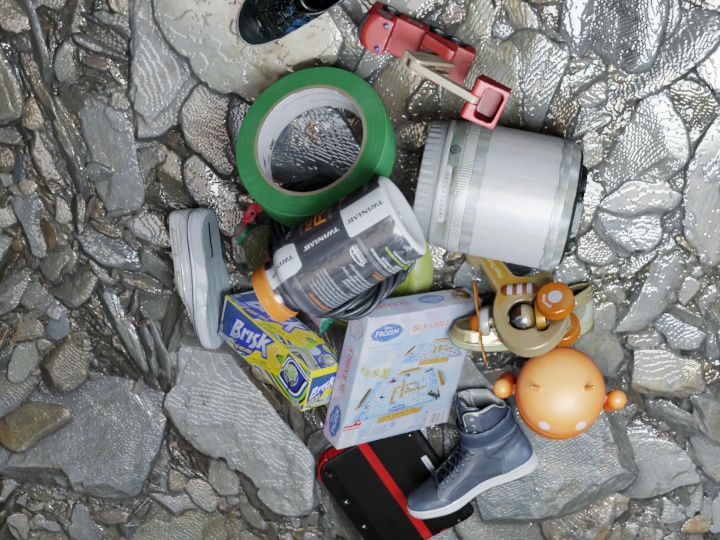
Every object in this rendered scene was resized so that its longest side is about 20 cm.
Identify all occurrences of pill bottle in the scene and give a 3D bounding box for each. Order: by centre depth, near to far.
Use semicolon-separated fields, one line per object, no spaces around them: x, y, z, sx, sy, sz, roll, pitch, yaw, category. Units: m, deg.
-0.030;-0.017;1.265;0.198;0.106;0.107;-30;105;15;pill bottle

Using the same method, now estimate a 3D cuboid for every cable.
-0.038;-0.031;1.369;0.163;0.051;0.200;-42;80;-16;cable

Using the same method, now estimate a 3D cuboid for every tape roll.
-0.056;-0.152;1.343;0.197;0.204;0.048;-6;157;15;tape roll

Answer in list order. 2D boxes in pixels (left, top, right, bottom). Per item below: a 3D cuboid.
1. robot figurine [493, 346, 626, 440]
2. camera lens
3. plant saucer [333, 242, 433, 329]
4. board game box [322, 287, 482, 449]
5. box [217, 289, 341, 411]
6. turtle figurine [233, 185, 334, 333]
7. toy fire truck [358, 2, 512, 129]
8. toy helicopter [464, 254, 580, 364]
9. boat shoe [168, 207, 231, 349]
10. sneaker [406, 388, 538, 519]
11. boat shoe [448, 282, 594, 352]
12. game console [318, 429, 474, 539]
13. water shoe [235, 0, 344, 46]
0.256;0.161;1.407;0.144;0.200;0.117;43;87;13;robot figurine
0.171;-0.094;1.331;0.196;0.160;0.162;11;115;5;camera lens
0.000;0.000;1.477;0.196;0.031;0.203;4;114;10;plant saucer
0.056;0.128;1.447;0.041;0.198;0.202;39;124;42;board game box
-0.108;0.103;1.464;0.199;0.069;0.065;36;123;37;box
-0.101;-0.017;1.431;0.199;0.100;0.151;37;114;15;turtle figurine
0.084;-0.248;1.291;0.197;0.141;0.049;25;116;-1;toy fire truck
0.182;0.032;1.378;0.131;0.201;0.079;-30;141;-2;toy helicopter
-0.227;0.008;1.512;0.066;0.073;0.204;6;107;25;boat shoe
0.134;0.252;1.519;0.200;0.077;0.148;-27;116;1;sneaker
0.211;0.059;1.424;0.197;0.073;0.064;-7;113;-3;boat shoe
0.049;0.323;1.613;0.175;0.031;0.201;-31;105;15;game console
-0.077;-0.335;1.319;0.198;0.079;0.072;-27;106;20;water shoe
